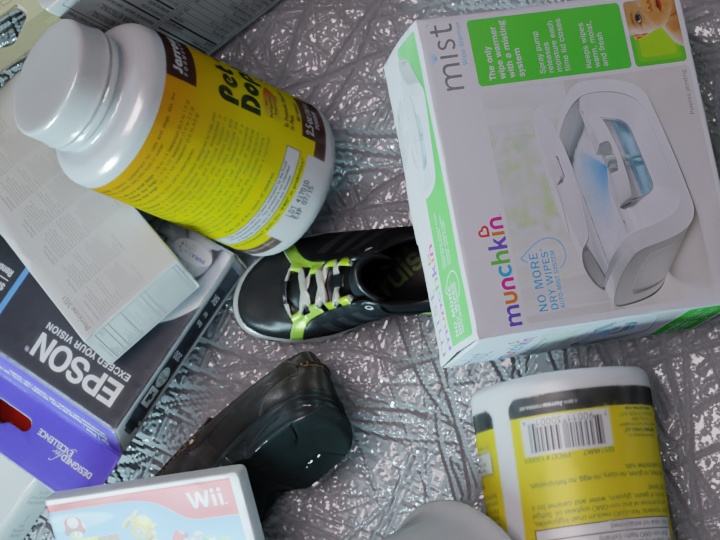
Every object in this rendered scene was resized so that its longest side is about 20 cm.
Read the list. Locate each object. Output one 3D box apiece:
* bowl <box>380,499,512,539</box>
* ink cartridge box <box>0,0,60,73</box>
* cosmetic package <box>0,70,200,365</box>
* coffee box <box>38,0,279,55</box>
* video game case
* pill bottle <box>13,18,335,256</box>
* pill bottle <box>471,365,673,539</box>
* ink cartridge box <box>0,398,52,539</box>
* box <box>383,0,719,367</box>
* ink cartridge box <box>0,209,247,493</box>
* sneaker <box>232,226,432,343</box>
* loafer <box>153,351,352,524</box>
[{"bbox_3d":[0.037,0.248,1.364,0.201,0.090,0.203,27,123,53],"label":"bowl"},{"bbox_3d":[-0.300,-0.191,1.558,0.176,0.200,0.045,41,142,9],"label":"ink cartridge box"},{"bbox_3d":[-0.199,-0.036,1.507,0.082,0.051,0.200,-40,61,-3],"label":"cosmetic package"},{"bbox_3d":[-0.137,-0.280,1.491,0.197,0.200,0.201,-36,72,13],"label":"coffee box"},{"bbox_3d":[-0.118,0.233,1.480,0.142,0.017,0.202,-10,102,20],"label":"video game case"},{"bbox_3d":[-0.121,-0.089,1.453,0.109,0.199,0.110,-29,51,42],"label":"pill bottle"},{"bbox_3d":[0.135,0.166,1.380,0.113,0.114,0.202,-10,80,19],"label":"pill bottle"},{"bbox_3d":[-0.287,0.089,1.588,0.200,0.043,0.174,38,98,21],"label":"ink cartridge box"},{"bbox_3d":[0.121,-0.056,1.385,0.175,0.097,0.202,-7,79,-14],"label":"box"},{"bbox_3d":[-0.209,0.031,1.538,0.197,0.043,0.201,30,82,24],"label":"ink cartridge box"},{"bbox_3d":[0.000,0.000,1.468,0.198,0.083,0.072,-11,79,19],"label":"sneaker"},{"bbox_3d":[-0.088,0.131,1.503,0.199,0.073,0.073,-34,40,20],"label":"loafer"}]
